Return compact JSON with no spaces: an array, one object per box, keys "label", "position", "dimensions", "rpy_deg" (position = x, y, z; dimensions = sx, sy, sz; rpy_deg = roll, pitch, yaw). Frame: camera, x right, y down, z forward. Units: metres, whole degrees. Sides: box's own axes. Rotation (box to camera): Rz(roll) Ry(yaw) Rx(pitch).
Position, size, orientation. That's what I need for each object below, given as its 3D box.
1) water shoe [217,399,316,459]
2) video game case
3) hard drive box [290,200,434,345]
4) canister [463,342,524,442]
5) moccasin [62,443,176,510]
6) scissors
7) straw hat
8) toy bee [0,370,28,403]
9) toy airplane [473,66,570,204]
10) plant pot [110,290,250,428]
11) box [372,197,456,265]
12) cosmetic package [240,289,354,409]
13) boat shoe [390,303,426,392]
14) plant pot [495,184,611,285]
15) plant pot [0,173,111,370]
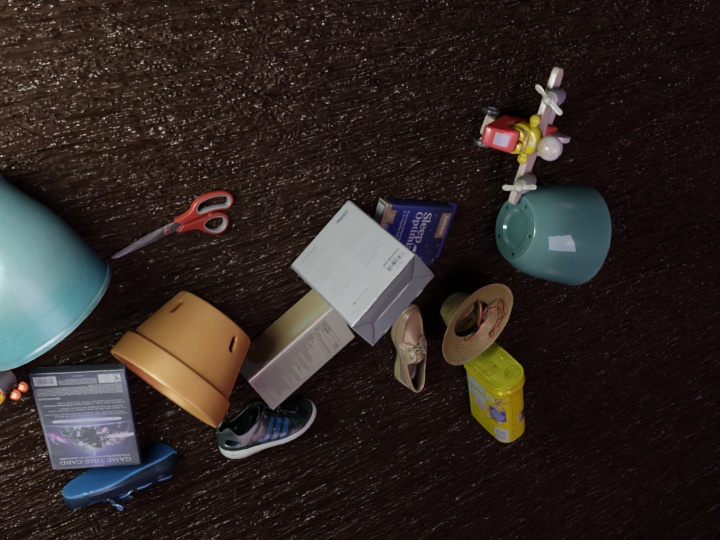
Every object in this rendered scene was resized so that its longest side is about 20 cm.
[{"label":"water shoe","position":[-0.168,0.277,1.596],"dimensions":[0.198,0.071,0.080],"rpy_deg":[-24,129,-26]},{"label":"video game case","position":[-0.423,0.229,1.349],"dimensions":[0.140,0.019,0.202],"rpy_deg":[-2,125,-6]},{"label":"hard drive box","position":[0.000,0.000,1.448],"dimensions":[0.156,0.200,0.077],"rpy_deg":[-47,137,0]},{"label":"canister","position":[0.297,0.269,1.917],"dimensions":[0.086,0.148,0.202],"rpy_deg":[-30,136,-18]},{"label":"moccasin","position":[-0.395,0.361,1.458],"dimensions":[0.198,0.080,0.069],"rpy_deg":[-16,116,-29]},{"label":"scissors","position":[-0.282,-0.072,1.307],"dimensions":[0.198,0.014,0.074],"rpy_deg":[-16,130,-29]},{"label":"straw hat","position":[0.212,0.089,1.767],"dimensions":[0.199,0.085,0.203],"rpy_deg":[-27,136,-29]},{"label":"toy bee","position":[-0.511,0.137,1.192],"dimensions":[0.201,0.107,0.132],"rpy_deg":[76,21,-50]},{"label":"toy airplane","position":[0.320,-0.240,1.586],"dimensions":[0.199,0.141,0.201],"rpy_deg":[-42,136,-8]},{"label":"plant pot","position":[-0.263,0.128,1.343],"dimensions":[0.141,0.198,0.201],"rpy_deg":[-55,139,-18]},{"label":"box","position":[0.099,-0.069,1.604],"dimensions":[0.198,0.032,0.123],"rpy_deg":[-1,119,-40]},{"label":"cosmetic package","position":[-0.118,0.137,1.539],"dimensions":[0.199,0.071,0.106],"rpy_deg":[-40,136,-10]},{"label":"boat shoe","position":[0.107,0.156,1.741],"dimensions":[0.071,0.064,0.202],"rpy_deg":[-24,132,-24]},{"label":"plant pot","position":[0.363,-0.077,1.704],"dimensions":[0.159,0.201,0.203],"rpy_deg":[5,116,-28]},{"label":"plant pot","position":[-0.451,-0.012,1.090],"dimensions":[0.199,0.200,0.189],"rpy_deg":[-39,122,-10]}]
